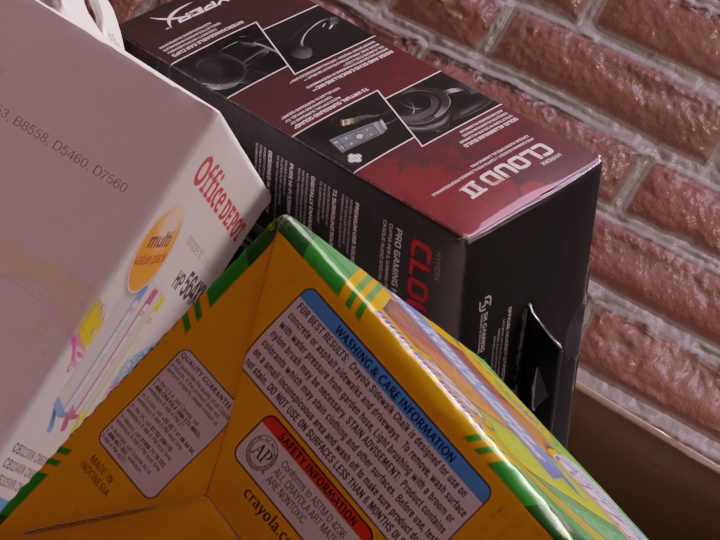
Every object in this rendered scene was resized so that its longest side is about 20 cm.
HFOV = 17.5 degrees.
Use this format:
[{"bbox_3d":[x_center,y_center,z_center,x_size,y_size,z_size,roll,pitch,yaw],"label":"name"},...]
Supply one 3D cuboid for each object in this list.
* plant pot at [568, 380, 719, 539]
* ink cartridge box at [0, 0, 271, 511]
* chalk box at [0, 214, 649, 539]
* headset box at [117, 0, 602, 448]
[{"bbox_3d":[0.087,0.185,1.115,0.199,0.201,0.177,30,-18,15],"label":"plant pot"},{"bbox_3d":[-0.125,-0.007,0.762,0.125,0.201,0.129,32,-6,9],"label":"ink cartridge box"},{"bbox_3d":[0.012,0.093,0.652,0.124,0.124,0.200,46,6,27],"label":"chalk box"},{"bbox_3d":[0.000,0.000,0.863,0.200,0.077,0.150,33,-44,33],"label":"headset box"}]
